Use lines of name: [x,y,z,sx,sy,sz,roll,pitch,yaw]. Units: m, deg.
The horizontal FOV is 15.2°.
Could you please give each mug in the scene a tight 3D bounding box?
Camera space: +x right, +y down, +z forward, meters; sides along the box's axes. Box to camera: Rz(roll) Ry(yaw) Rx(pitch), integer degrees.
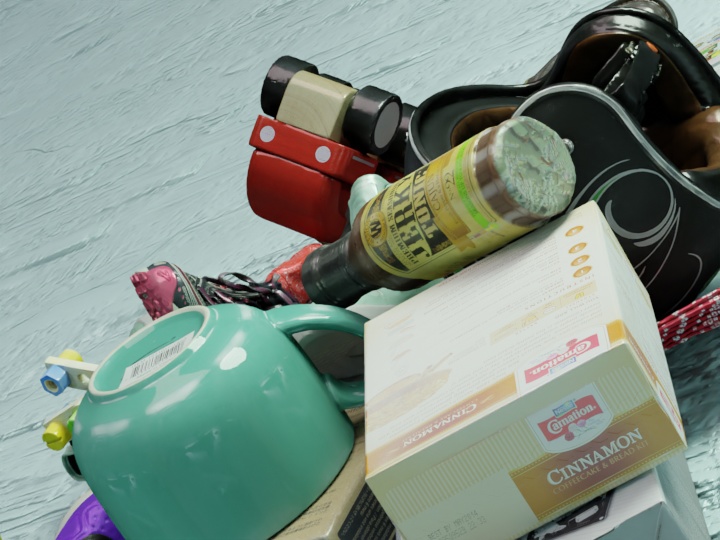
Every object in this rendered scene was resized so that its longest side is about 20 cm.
mug: [-0.087,0.082,1.628,0.185,0.114,0.152,-45,22,-29]

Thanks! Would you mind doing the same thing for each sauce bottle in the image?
sauce bottle: [0.039,-0.025,1.576,0.200,0.065,0.065,-31,15,46]

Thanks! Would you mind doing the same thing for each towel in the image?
towel: [0.148,0.060,1.599,0.200,0.023,0.145,-30,-5,11]

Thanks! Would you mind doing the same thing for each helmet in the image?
helmet: [0.129,-0.050,1.658,0.191,0.200,0.200,-39,14,32]

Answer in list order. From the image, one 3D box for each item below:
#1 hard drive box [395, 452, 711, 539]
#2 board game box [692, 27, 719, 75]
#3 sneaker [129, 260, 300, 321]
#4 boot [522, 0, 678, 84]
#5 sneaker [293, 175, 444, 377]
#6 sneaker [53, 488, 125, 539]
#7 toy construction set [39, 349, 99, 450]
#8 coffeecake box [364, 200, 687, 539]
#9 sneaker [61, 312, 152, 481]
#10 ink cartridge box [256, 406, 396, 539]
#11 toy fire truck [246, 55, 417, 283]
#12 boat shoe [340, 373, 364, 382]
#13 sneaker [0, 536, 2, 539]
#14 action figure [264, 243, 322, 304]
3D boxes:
hard drive box: [0.102,0.144,1.455,0.156,0.077,0.200,-30,19,9]
board game box: [0.232,-0.107,1.827,0.147,0.064,0.200,-29,12,16]
sneaker: [-0.079,0.031,1.761,0.075,0.200,0.081,-41,60,11]
boot: [0.147,-0.122,1.982,0.200,0.069,0.174,-40,0,15]
sneaker: [0.000,0.000,1.762,0.074,0.118,0.200,-33,-13,30]
sneaker: [-0.188,0.219,1.775,0.200,0.070,0.100,-45,21,-4]
toy construction set: [-0.130,0.105,1.849,0.092,0.131,0.200,-47,22,-29]
coffeecake box: [0.083,0.060,1.455,0.153,0.073,0.200,-28,19,11]
sneaker: [-0.179,0.100,2.024,0.118,0.074,0.200,-29,21,-4]
ink cartridge box: [-0.052,0.165,1.661,0.200,0.075,0.165,-22,21,34]
toy fire truck: [-0.040,-0.043,1.975,0.129,0.176,0.200,21,91,24]
boat shoe: [0.051,0.016,1.883,0.200,0.074,0.065,-39,49,8]
sneaker: [-0.267,0.194,1.778,0.078,0.066,0.200,-39,25,-5]
action figure: [-0.055,0.029,1.943,0.065,0.052,0.200,-34,-10,-28]
